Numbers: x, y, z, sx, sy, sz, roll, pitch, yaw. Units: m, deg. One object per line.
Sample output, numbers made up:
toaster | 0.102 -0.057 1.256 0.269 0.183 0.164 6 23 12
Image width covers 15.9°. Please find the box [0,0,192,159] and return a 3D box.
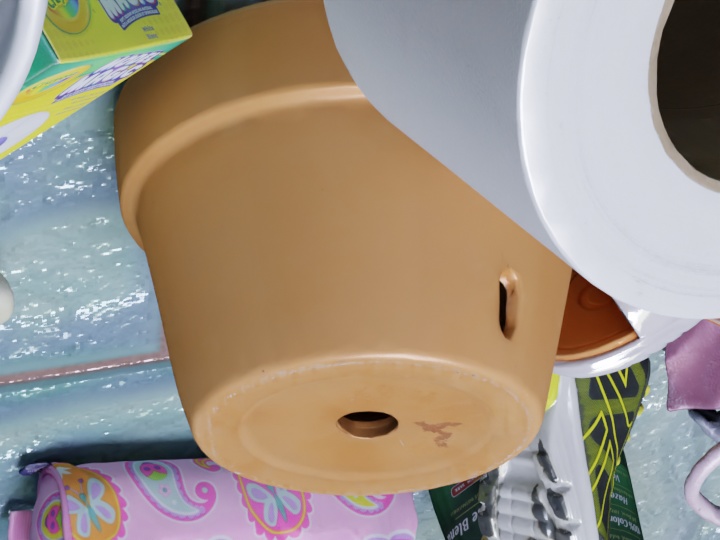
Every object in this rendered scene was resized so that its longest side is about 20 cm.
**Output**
box | -0.148 -0.063 0.937 0.200 0.048 0.117 -33 177 22

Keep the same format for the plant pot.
plant pot | 0.000 0.000 1.023 0.199 0.140 0.200 -1 152 -1

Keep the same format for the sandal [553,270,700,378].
sandal | 0.148 -0.036 1.086 0.206 0.079 0.059 -35 125 -2

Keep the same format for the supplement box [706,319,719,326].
supplement box | 0.184 -0.068 1.005 0.066 0.069 0.200 22 93 -52

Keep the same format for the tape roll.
tape roll | 0.104 -0.102 0.872 0.202 0.139 0.203 -14 122 -23

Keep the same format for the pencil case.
pencil case | -0.072 0.133 1.295 0.199 0.088 0.088 -1 146 -21

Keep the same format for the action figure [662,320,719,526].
action figure | 0.233 0.026 1.203 0.200 0.149 0.134 -10 156 27

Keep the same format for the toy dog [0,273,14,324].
toy dog | -0.249 0.073 1.094 0.194 0.139 0.200 -39 165 -41

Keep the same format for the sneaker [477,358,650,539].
sneaker | 0.104 0.075 1.207 0.084 0.074 0.201 -18 111 -32

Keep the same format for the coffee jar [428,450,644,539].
coffee jar | 0.107 0.176 1.327 0.104 0.200 0.085 -36 143 29

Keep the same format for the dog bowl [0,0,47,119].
dog bowl | -0.192 -0.113 0.788 0.199 0.079 0.200 0 128 0
